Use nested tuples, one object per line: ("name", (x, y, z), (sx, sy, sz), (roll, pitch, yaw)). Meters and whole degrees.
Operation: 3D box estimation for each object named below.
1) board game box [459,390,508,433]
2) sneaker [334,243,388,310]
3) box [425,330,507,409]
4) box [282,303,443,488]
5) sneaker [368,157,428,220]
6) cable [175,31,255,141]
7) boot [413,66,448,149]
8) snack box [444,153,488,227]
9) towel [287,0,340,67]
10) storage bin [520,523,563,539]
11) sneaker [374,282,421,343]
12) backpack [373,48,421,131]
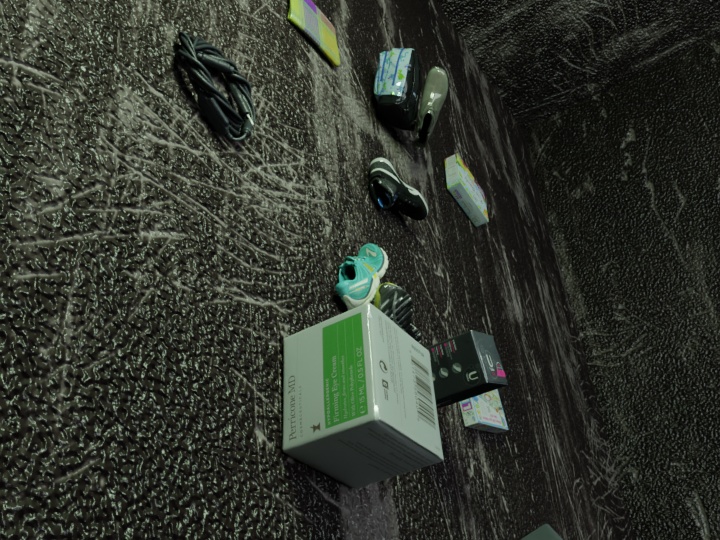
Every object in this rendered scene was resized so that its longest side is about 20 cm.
("board game box", (0.291, 0.316, 1.805), (0.200, 0.034, 0.135), (27, 45, -55))
("sneaker", (0.000, 0.000, 1.451), (0.080, 0.077, 0.200), (47, 29, -18))
("box", (0.164, 0.202, 1.446), (0.122, 0.199, 0.107), (17, 53, -58))
("box", (0.002, 0.198, 1.155), (0.200, 0.170, 0.200), (40, 35, -43))
("sneaker", (0.084, -0.164, 1.776), (0.200, 0.073, 0.112), (43, 35, -26))
("cable", (-0.239, -0.322, 1.270), (0.201, 0.051, 0.164), (56, 26, -21))
("boot", (0.188, -0.429, 1.980), (0.131, 0.067, 0.201), (-75, 178, -63))
("snack box", (0.338, -0.255, 2.384), (0.200, 0.053, 0.143), (46, 33, -38))
("towel", (-0.113, -0.591, 1.798), (0.200, 0.023, 0.145), (35, 40, -48))
("storage bin", (0.438, 0.686, 1.683), (0.201, 0.145, 0.134), (59, -2, -14))
("sneaker", (0.053, 0.089, 1.441), (0.090, 0.078, 0.201), (36, -24, 37))
("backpack", (0.104, -0.503, 2.013), (0.163, 0.153, 0.201), (36, 73, -63))
